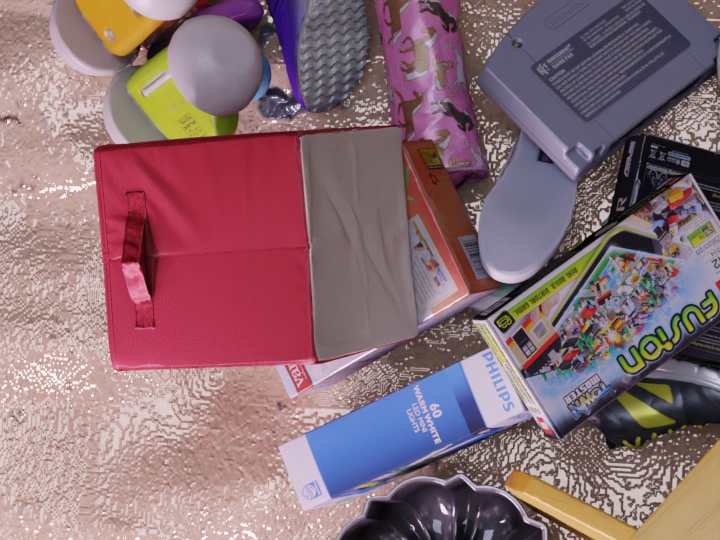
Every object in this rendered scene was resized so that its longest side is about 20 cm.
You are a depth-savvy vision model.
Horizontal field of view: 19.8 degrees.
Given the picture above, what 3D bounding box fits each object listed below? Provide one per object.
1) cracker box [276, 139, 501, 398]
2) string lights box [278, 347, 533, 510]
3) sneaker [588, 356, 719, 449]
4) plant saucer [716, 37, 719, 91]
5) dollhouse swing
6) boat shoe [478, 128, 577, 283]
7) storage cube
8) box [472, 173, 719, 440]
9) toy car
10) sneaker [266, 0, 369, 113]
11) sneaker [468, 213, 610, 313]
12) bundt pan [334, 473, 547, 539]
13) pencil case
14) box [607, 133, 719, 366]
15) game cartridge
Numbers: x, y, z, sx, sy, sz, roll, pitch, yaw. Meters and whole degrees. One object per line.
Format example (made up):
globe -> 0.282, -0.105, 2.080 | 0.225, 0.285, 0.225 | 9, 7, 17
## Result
cracker box -> 0.000, 0.000, 1.670 | 0.199, 0.058, 0.135 | -31, 79, 31
string lights box -> 0.046, 0.123, 1.644 | 0.199, 0.103, 0.059 | -26, 80, 18
sneaker -> 0.236, 0.109, 1.665 | 0.198, 0.074, 0.085 | 14, 91, 18
plant saucer -> 0.389, -0.162, 1.674 | 0.198, 0.050, 0.202 | -3, 74, 9
dollhouse swing -> 0.242, 0.164, 1.590 | 0.176, 0.200, 0.182 | 42, 89, 22
boat shoe -> 0.144, -0.065, 1.664 | 0.073, 0.066, 0.201 | 18, 60, 11
storage cube -> -0.077, -0.018, 1.570 | 0.178, 0.200, 0.173 | -3, 93, 27
box -> 0.196, 0.026, 1.568 | 0.199, 0.035, 0.111 | -35, 97, -12
toy car -> -0.149, -0.200, 1.718 | 0.150, 0.175, 0.201 | -35, 94, -39
sneaker -> -0.050, -0.237, 1.744 | 0.069, 0.099, 0.202 | -14, 109, -31
sneaker -> 0.183, -0.012, 1.677 | 0.198, 0.074, 0.119 | 2, 89, -2
bundt pan -> 0.072, 0.261, 1.652 | 0.200, 0.076, 0.204 | 0, 88, 10
pencil case -> 0.054, -0.163, 1.707 | 0.082, 0.086, 0.202 | -16, 80, 40
box -> 0.290, -0.006, 1.632 | 0.198, 0.044, 0.162 | 13, 86, -13
game cartridge -> 0.193, -0.170, 1.672 | 0.199, 0.042, 0.133 | -36, 70, -29
